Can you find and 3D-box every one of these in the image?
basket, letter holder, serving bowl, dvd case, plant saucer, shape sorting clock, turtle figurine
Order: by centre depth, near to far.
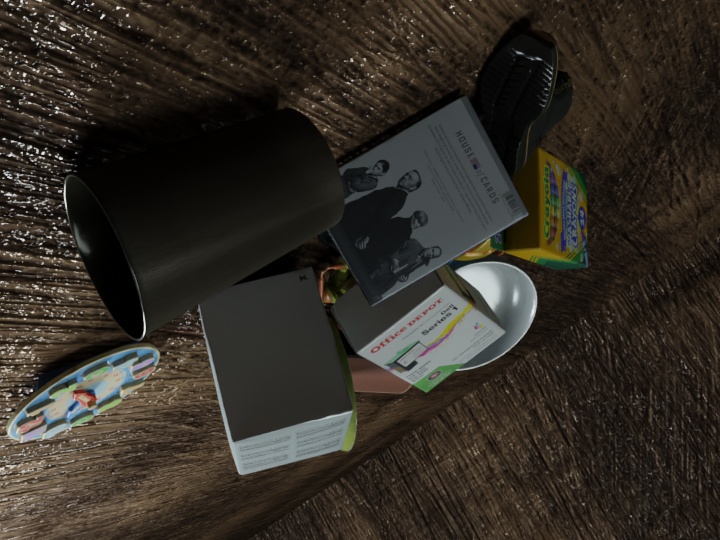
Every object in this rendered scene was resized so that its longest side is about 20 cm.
[{"bbox_3d":[-0.125,-0.050,0.776,0.200,0.136,0.180,-28,167,-24],"label":"basket"},{"bbox_3d":[0.061,-0.075,0.996,0.200,0.150,0.025,-30,-171,-3],"label":"dvd case"},{"bbox_3d":[-0.335,0.151,1.133,0.200,0.039,0.200,-28,163,-9],"label":"shape sorting clock"},{"bbox_3d":[0.000,0.000,1.240,0.161,0.064,0.200,-36,156,-11],"label":"turtle figurine"},{"bbox_3d":[-0.053,0.163,1.333,0.031,0.200,0.200,-9,157,-17],"label":"plant saucer"},{"bbox_3d":[0.156,0.051,1.364,0.200,0.066,0.200,-9,127,-12],"label":"serving bowl"},{"bbox_3d":[0.021,0.120,1.452,0.142,0.101,0.200,5,159,-2],"label":"letter holder"}]

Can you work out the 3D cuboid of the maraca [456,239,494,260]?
[{"bbox_3d":[0.128,-0.088,1.154,0.137,0.107,0.200,-32,137,-4],"label":"maraca"}]

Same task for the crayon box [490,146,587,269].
[{"bbox_3d":[0.227,-0.076,1.155,0.052,0.126,0.200,-4,171,34],"label":"crayon box"}]

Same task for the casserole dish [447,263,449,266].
[{"bbox_3d":[0.086,-0.016,1.311,0.200,0.039,0.121,-46,-166,43],"label":"casserole dish"}]

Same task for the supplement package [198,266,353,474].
[{"bbox_3d":[-0.109,0.132,1.166,0.147,0.191,0.200,-13,159,-10],"label":"supplement package"}]

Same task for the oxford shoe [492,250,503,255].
[{"bbox_3d":[0.208,-0.082,1.387,0.200,0.071,0.073,-43,145,14],"label":"oxford shoe"}]

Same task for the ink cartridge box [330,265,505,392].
[{"bbox_3d":[0.079,0.065,1.220,0.145,0.084,0.200,-39,144,12],"label":"ink cartridge box"}]

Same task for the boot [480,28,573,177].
[{"bbox_3d":[0.197,-0.208,1.018,0.138,0.077,0.200,-43,164,-28],"label":"boot"}]

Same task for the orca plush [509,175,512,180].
[{"bbox_3d":[0.086,-0.048,1.049,0.200,0.071,0.105,-31,146,11],"label":"orca plush"}]

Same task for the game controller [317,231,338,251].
[{"bbox_3d":[0.039,-0.085,1.072,0.200,0.042,0.104,-37,144,21],"label":"game controller"}]

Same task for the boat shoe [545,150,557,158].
[{"bbox_3d":[0.204,-0.086,1.303,0.200,0.076,0.072,-49,169,33],"label":"boat shoe"}]
